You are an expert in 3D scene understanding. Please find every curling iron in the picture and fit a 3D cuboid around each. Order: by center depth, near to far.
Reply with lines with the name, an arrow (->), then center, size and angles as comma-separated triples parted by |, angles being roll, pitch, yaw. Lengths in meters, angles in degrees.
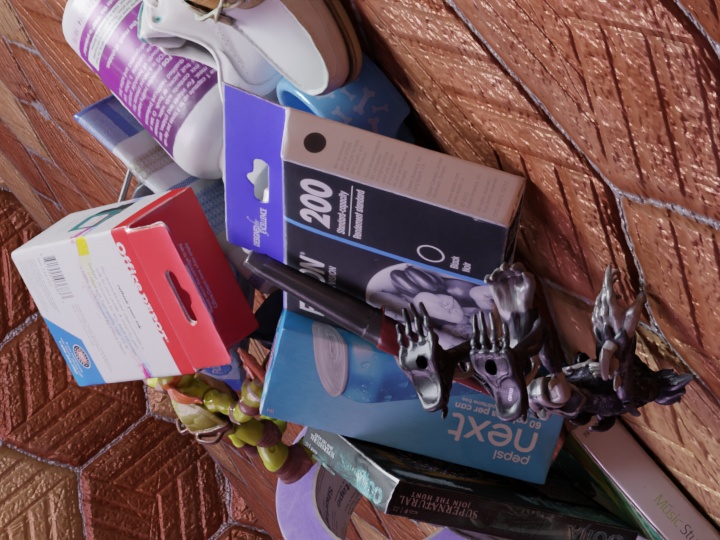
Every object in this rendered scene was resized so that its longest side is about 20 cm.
curling iron -> 0.019, 0.031, 1.536 | 0.200, 0.026, 0.050 | 25, 132, 5

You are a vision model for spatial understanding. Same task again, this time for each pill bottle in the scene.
pill bottle -> -0.111, -0.136, 1.711 | 0.200, 0.112, 0.112 | 47, 169, 20

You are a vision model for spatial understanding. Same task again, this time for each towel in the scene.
towel -> -0.094, -0.073, 1.758 | 0.200, 0.147, 0.024 | 41, 133, 13

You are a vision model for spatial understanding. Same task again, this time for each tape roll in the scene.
tape roll -> 0.038, 0.190, 1.950 | 0.200, 0.200, 0.085 | 41, 166, 39

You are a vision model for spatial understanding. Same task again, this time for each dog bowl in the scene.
dog bowl -> 0.016, -0.066, 1.597 | 0.200, 0.050, 0.111 | 54, 168, -19

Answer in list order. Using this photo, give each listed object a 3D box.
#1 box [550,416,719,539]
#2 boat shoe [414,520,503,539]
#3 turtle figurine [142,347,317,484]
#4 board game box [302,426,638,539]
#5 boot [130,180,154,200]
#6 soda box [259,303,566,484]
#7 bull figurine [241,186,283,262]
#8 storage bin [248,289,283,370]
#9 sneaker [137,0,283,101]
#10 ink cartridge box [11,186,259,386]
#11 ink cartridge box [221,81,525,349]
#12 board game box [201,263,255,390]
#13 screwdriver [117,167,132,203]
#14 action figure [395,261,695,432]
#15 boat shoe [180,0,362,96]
box -> 0.196, 0.177, 1.712 | 0.144, 0.036, 0.200 | 49, 168, 11
boat shoe -> 0.075, 0.172, 1.778 | 0.202, 0.065, 0.075 | 24, -148, -39
turtle figurine -> -0.101, 0.107, 1.836 | 0.200, 0.064, 0.161 | 9, 157, 45
board game box -> 0.075, 0.149, 1.652 | 0.200, 0.028, 0.135 | 15, -171, -28
boot -> -0.153, -0.041, 1.967 | 0.174, 0.069, 0.200 | -80, 4, -59
soda box -> 0.037, 0.080, 1.630 | 0.200, 0.068, 0.064 | 14, -159, -4
bull figurine -> 0.000, 0.000, 1.687 | 0.200, 0.121, 0.065 | 56, 167, -26
storage bin -> 0.009, 0.057, 1.834 | 0.134, 0.146, 0.200 | 42, 171, -12
sneaker -> -0.126, -0.194, 1.642 | 0.200, 0.088, 0.075 | 47, 170, 18
ink cartridge box -> -0.151, 0.012, 1.710 | 0.200, 0.067, 0.116 | -9, 112, 51
ink cartridge box -> -0.001, -0.022, 1.526 | 0.200, 0.043, 0.198 | 19, 152, 9
board game box -> -0.106, -0.028, 1.897 | 0.043, 0.200, 0.199 | 4, 162, 1
screwdriver -> -0.167, -0.115, 1.879 | 0.028, 0.200, 0.029 | 19, -164, 4
action figure -> 0.118, 0.044, 1.417 | 0.119, 0.102, 0.200 | -3, 175, 39
boat shoe -> -0.083, -0.184, 1.503 | 0.200, 0.068, 0.075 | 50, 140, -2
